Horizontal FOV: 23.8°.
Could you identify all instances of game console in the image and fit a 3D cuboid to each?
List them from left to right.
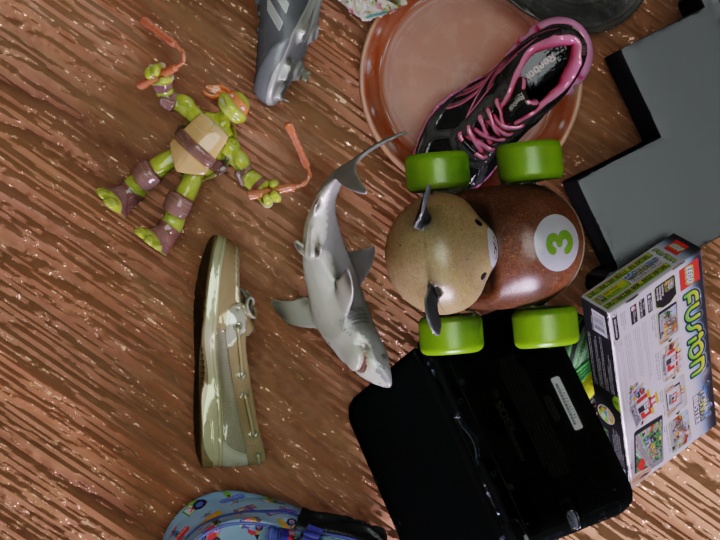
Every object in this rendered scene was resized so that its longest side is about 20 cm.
[{"bbox_3d":[0.108,0.155,1.466,0.174,0.117,0.202,-18,69,-17],"label":"game console"}]

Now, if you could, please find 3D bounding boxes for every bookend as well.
[{"bbox_3d":[0.252,-0.113,1.492,0.198,0.092,0.200,-27,93,-2],"label":"bookend"}]

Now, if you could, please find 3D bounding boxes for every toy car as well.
[{"bbox_3d":[0.083,-0.015,1.332,0.156,0.200,0.167,-5,90,19],"label":"toy car"}]

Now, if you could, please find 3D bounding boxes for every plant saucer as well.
[{"bbox_3d":[0.096,-0.168,1.507,0.198,0.032,0.203,0,92,-4],"label":"plant saucer"}]

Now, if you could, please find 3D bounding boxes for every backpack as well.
[{"bbox_3d":[-0.083,0.284,1.459,0.198,0.135,0.185,18,90,-3],"label":"backpack"}]

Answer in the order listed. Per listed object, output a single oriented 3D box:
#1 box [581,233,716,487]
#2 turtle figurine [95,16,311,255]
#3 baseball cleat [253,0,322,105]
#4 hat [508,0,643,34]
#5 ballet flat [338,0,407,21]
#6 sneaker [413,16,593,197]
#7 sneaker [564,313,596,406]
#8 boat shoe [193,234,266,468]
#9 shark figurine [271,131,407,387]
[{"bbox_3d":[0.249,0.080,1.460,0.109,0.035,0.202,-31,130,-23],"label":"box"},{"bbox_3d":[-0.151,-0.106,1.472,0.200,0.064,0.161,43,94,-1],"label":"turtle figurine"},{"bbox_3d":[-0.075,-0.247,1.481,0.105,0.070,0.202,19,86,8],"label":"baseball cleat"},{"bbox_3d":[0.189,-0.304,1.465,0.198,0.081,0.203,0,89,-19],"label":"hat"},{"bbox_3d":[0.027,-0.310,1.442,0.075,0.064,0.203,-6,107,-41],"label":"ballet flat"},{"bbox_3d":[0.119,-0.135,1.444,0.079,0.095,0.200,42,96,-7],"label":"sneaker"},{"bbox_3d":[0.148,0.123,1.510,0.085,0.078,0.200,41,88,13],"label":"sneaker"},{"bbox_3d":[-0.111,0.070,1.480,0.062,0.073,0.203,0,95,-12],"label":"boat shoe"},{"bbox_3d":[-0.010,-0.020,1.476,0.089,0.127,0.217,-24,121,-42],"label":"shark figurine"}]
